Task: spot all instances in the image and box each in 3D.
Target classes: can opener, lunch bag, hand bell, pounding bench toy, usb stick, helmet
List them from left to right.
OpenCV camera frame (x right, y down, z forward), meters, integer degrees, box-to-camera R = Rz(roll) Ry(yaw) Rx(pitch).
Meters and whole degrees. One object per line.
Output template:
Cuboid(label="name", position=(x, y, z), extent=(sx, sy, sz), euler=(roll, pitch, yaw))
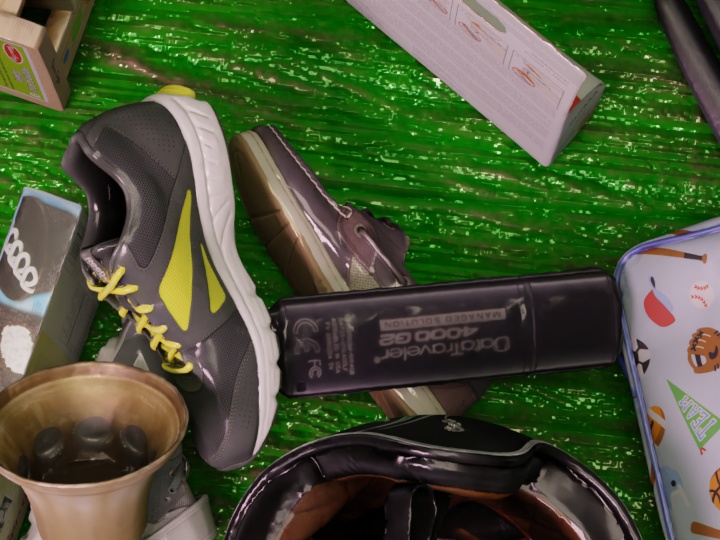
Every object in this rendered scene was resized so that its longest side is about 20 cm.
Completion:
Cuboid(label="pounding bench toy", position=(-0.201, -0.202, 1.153), extent=(0.123, 0.200, 0.157), euler=(19, 80, 3))
Cuboid(label="hand bell", position=(-0.134, 0.158, 1.103), extent=(0.103, 0.104, 0.201), euler=(-3, 122, -2))
Cuboid(label="helmet", position=(0.042, 0.165, 1.092), extent=(0.199, 0.190, 0.202), euler=(-9, 74, 33))
Cuboid(label="usb stick", position=(0.046, 0.033, 1.142), extent=(0.198, 0.033, 0.056), euler=(-5, 97, -14))
Cuboid(label="can opener", position=(0.227, -0.084, 1.220), extent=(0.063, 0.078, 0.201), euler=(-41, 76, 31))
Cuboid(label="lunch bag", position=(0.217, 0.062, 1.150), extent=(0.159, 0.075, 0.202), euler=(-18, 76, 35))

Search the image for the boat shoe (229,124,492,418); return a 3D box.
Cuboid(label="boat shoe", position=(0.000, 0.000, 1.186), extent=(0.065, 0.072, 0.201), euler=(-33, 87, -16))

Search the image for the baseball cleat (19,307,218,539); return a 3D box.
Cuboid(label="baseball cleat", position=(-0.114, 0.094, 1.172), extent=(0.106, 0.070, 0.201), euler=(25, 88, -4))

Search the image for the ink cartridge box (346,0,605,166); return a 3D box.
Cuboid(label="ink cartridge box", position=(0.061, -0.142, 1.147), extent=(0.162, 0.200, 0.050), euler=(40, 80, 6))

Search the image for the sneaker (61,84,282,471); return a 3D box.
Cuboid(label="sneaker", position=(-0.104, 0.009, 1.104), extent=(0.084, 0.074, 0.202), euler=(-14, 89, -35))

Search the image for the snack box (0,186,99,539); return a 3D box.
Cuboid(label="snack box", position=(-0.187, 0.067, 1.142), extent=(0.037, 0.116, 0.201), euler=(17, 78, 6))
